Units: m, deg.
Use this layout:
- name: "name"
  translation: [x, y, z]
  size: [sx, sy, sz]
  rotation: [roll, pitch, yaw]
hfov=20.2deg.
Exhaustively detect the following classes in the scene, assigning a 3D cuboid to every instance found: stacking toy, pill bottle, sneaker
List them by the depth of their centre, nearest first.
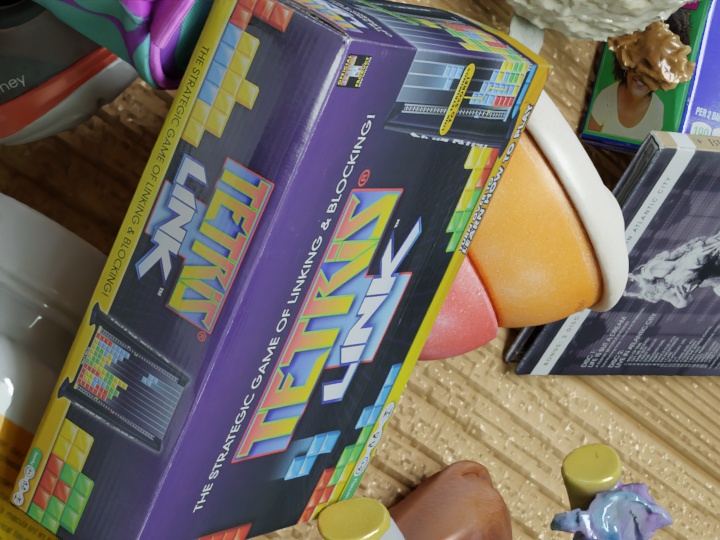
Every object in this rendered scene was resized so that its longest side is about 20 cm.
- name: "pill bottle"
  translation: [-0.161, 0.075, 0.741]
  size: [0.111, 0.111, 0.201]
  rotation: [40, 76, -36]
- name: "sneaker"
  translation: [-0.082, -0.136, 0.779]
  size: [0.200, 0.077, 0.082]
  rotation: [-44, 116, -22]
- name: "stacking toy"
  translation: [0.000, 0.000, 0.853]
  size: [0.199, 0.146, 0.147]
  rotation: [-34, 119, -9]

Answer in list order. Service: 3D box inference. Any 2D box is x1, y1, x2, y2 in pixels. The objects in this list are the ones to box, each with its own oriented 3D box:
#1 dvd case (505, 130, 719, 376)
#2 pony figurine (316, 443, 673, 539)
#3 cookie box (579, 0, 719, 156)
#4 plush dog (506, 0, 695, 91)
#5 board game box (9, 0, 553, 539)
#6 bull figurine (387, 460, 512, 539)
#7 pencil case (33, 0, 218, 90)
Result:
- name: "dvd case"
  translation: [0.183, -0.003, 0.984]
  size: [0.199, 0.016, 0.149]
  rotation: [1, 134, -33]
- name: "pony figurine"
  translation: [0.075, 0.167, 0.842]
  size: [0.192, 0.167, 0.201]
  rotation: [-12, 131, -9]
- name: "cookie box"
  translation: [0.211, -0.141, 0.995]
  size: [0.170, 0.075, 0.201]
  rotation: [11, 93, -38]
- name: "plush dog"
  translation: [0.130, -0.164, 0.845]
  size: [0.199, 0.172, 0.161]
  rotation: [-31, 93, -27]
- name: "board game box"
  translation: [-0.023, 0.001, 0.723]
  size: [0.165, 0.057, 0.201]
  rotation: [-8, 125, -63]
- name: "bull figurine"
  translation: [0.001, 0.174, 0.916]
  size: [0.200, 0.065, 0.122]
  rotation: [-37, 124, -22]
- name: "pencil case"
  translation: [-0.126, -0.143, 0.675]
  size: [0.085, 0.199, 0.092]
  rotation: [-61, 174, 20]
